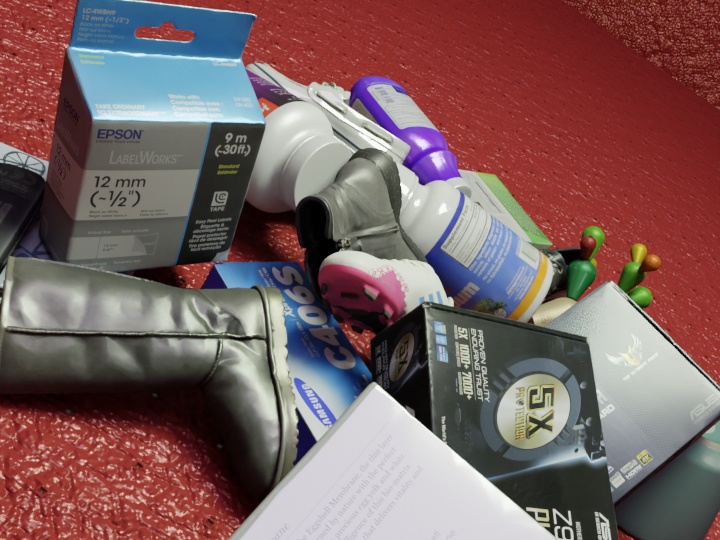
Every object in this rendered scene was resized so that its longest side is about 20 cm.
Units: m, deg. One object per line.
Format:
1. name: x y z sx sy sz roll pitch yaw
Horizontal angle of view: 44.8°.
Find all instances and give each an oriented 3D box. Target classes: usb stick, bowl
1. usb stick: -0.276 -0.018 0.622 0.055 0.033 0.200 18 33 -12
2. bowl: 0.298 0.163 0.874 0.200 0.105 0.201 24 31 -16

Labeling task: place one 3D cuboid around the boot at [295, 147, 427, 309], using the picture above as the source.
1. boot: 0.000 0.000 0.801 0.132 0.070 0.200 -50 127 -47

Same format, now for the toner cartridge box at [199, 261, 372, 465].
1. toner cartridge box: -0.051 0.076 0.730 0.095 0.043 0.200 -3 47 -43

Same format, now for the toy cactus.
1. toy cactus: 0.270 0.050 1.001 0.165 0.102 0.201 -10 88 -16

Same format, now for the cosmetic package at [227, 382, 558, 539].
1. cosmetic package: 0.009 0.209 0.463 0.200 0.123 0.199 41 58 9

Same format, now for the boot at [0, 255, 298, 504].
1. boot: -0.150 0.077 0.611 0.200 0.073 0.182 6 56 -29

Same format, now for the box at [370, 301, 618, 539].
1. box: 0.099 0.142 0.665 0.163 0.086 0.201 14 59 -26

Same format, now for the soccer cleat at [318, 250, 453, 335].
1. soccer cleat: 0.026 0.017 0.745 0.200 0.070 0.087 47 53 -52

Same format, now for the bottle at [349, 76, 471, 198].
1. bottle: 0.057 -0.146 1.022 0.083 0.065 0.200 -1 45 -42

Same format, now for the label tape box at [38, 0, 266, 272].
1. label tape box: -0.153 -0.096 0.665 0.143 0.200 0.066 -6 42 -38

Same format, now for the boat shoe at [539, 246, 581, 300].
1. boat shoe: 0.225 0.003 1.061 0.200 0.066 0.070 -4 47 -46

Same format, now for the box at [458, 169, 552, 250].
1. box: 0.138 -0.075 1.122 0.200 0.036 0.144 1 44 -40

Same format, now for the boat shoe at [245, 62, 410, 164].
1. boat shoe: -0.035 -0.170 0.950 0.200 0.067 0.074 38 -1 -7

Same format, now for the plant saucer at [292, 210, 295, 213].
1. plant saucer: -0.030 -0.117 1.010 0.200 0.048 0.200 9 39 -35

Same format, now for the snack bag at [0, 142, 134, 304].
1. snack bag: -0.275 -0.037 0.701 0.200 0.021 0.189 23 32 -18

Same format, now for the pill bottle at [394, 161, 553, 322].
1. pill bottle: 0.091 -0.022 0.908 0.200 0.112 0.112 34 30 -13

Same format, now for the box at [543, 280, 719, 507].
1. box: 0.203 0.124 0.785 0.200 0.051 0.158 -33 64 -15

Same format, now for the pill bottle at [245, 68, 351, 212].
1. pill bottle: -0.105 -0.130 0.857 0.200 0.113 0.112 33 27 31
